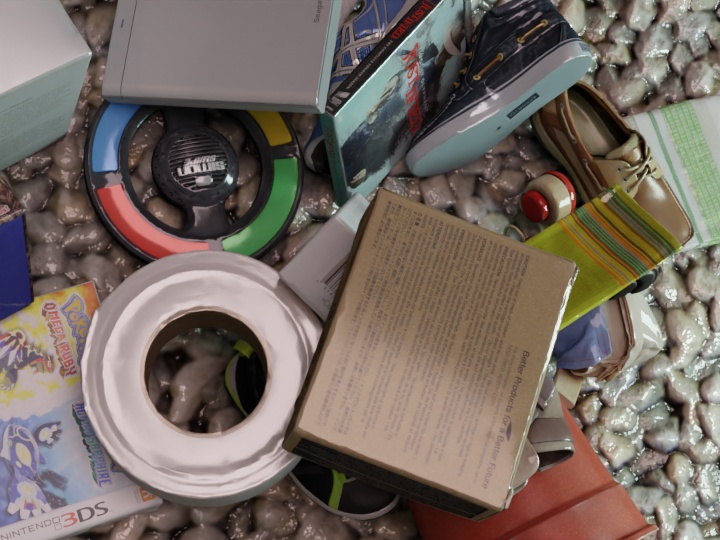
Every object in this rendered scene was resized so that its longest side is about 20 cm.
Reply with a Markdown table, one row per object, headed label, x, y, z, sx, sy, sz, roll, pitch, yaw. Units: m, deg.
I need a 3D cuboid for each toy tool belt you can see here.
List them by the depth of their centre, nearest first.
| label | x | y | z | sx | sy | sz | roll | pitch | yaw |
| --- | --- | --- | --- | --- | --- | --- | --- | --- | --- |
| toy tool belt | 0.180 | 0.016 | 1.355 | 0.122 | 0.125 | 0.201 | -26 | 84 | -30 |

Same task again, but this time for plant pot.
| label | x | y | z | sx | sy | sz | roll | pitch | yaw |
| --- | --- | --- | --- | --- | --- | --- | --- | --- | --- |
| plant pot | 0.120 | 0.179 | 1.265 | 0.200 | 0.201 | 0.196 | -22 | 76 | -21 |

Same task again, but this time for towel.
| label | x | y | z | sx | sy | sz | roll | pitch | yaw |
| --- | --- | --- | --- | --- | --- | --- | --- | --- | --- |
| towel | 0.170 | -0.002 | 1.218 | 0.199 | 0.018 | 0.086 | -30 | 58 | -28 |
| towel | 0.313 | -0.090 | 1.477 | 0.199 | 0.031 | 0.150 | -15 | 79 | -18 |

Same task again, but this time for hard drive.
| label | x | y | z | sx | sy | sz | roll | pitch | yaw |
| --- | --- | --- | --- | --- | --- | --- | --- | --- | --- |
| hard drive | -0.119 | -0.205 | 1.280 | 0.199 | 0.027 | 0.133 | 5 | 76 | 16 |

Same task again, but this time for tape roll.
| label | x | y | z | sx | sy | sz | roll | pitch | yaw |
| --- | --- | --- | --- | --- | --- | --- | --- | --- | --- |
| tape roll | -0.125 | 0.087 | 1.199 | 0.201 | 0.071 | 0.204 | 1 | 76 | -4 |

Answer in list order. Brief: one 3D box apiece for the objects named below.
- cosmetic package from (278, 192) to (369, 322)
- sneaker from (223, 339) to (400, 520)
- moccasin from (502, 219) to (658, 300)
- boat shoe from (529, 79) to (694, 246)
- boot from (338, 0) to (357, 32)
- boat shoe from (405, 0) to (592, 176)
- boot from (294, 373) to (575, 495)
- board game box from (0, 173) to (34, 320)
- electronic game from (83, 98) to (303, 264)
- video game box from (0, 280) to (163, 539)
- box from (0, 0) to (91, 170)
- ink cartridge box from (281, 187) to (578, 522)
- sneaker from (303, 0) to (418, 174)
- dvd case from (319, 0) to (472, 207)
| label | x | y | z | sx | sy | sz | roll | pitch | yaw |
| --- | --- | --- | --- | --- | --- | --- | --- | --- | --- |
| cosmetic package | 0.000 | 0.000 | 1.256 | 0.101 | 0.200 | 0.071 | 45 | 100 | -2 |
| sneaker | -0.042 | 0.140 | 1.272 | 0.200 | 0.083 | 0.072 | 42 | 69 | -4 |
| moccasin | 0.154 | 0.001 | 1.276 | 0.200 | 0.074 | 0.078 | -20 | 65 | 0 |
| boat shoe | 0.241 | -0.099 | 1.405 | 0.076 | 0.074 | 0.200 | -42 | 88 | -21 |
| boot | -0.101 | -0.270 | 1.364 | 0.199 | 0.074 | 0.096 | 34 | 59 | 3 |
| boat shoe | 0.114 | -0.174 | 1.389 | 0.200 | 0.071 | 0.091 | -34 | 66 | 10 |
| boot | 0.067 | 0.119 | 1.148 | 0.199 | 0.070 | 0.147 | -24 | 69 | -23 |
| board game box | -0.351 | -0.062 | 1.162 | 0.097 | 0.160 | 0.200 | -30 | 72 | -22 |
| electronic game | -0.147 | -0.092 | 1.321 | 0.199 | 0.042 | 0.202 | 5 | 75 | -17 |
| video game box | -0.278 | 0.128 | 1.222 | 0.181 | 0.047 | 0.201 | -16 | 81 | -23 |
| box | -0.312 | -0.181 | 1.207 | 0.106 | 0.200 | 0.153 | -30 | 85 | -22 |
| ink cartridge box | 0.051 | 0.063 | 1.095 | 0.164 | 0.075 | 0.201 | 22 | 69 | -5 |
| sneaker | -0.003 | -0.177 | 1.383 | 0.077 | 0.076 | 0.201 | 24 | 71 | 18 |
| dvd case | 0.038 | -0.165 | 1.349 | 0.022 | 0.146 | 0.200 | 30 | 65 | 23 |
